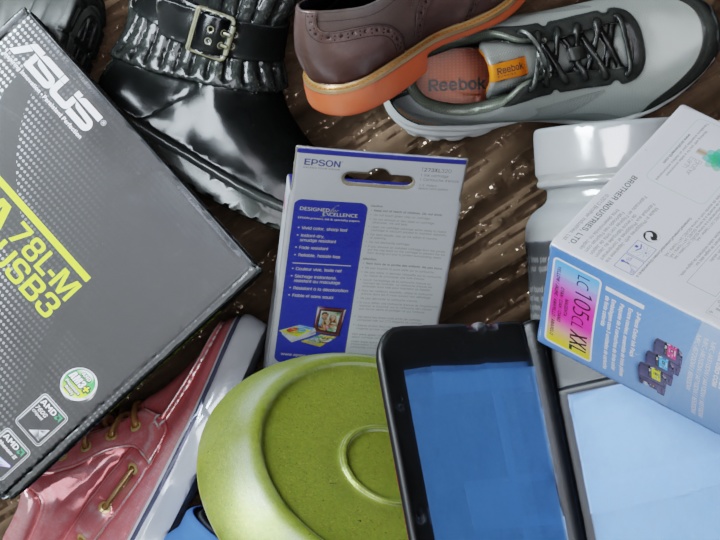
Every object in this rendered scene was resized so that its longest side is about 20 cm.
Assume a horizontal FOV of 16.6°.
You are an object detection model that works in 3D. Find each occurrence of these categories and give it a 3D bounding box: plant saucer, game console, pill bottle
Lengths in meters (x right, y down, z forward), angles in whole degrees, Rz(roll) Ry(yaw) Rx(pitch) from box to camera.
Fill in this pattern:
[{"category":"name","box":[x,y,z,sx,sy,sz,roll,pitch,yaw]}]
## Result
[{"category":"plant saucer","box":[0.012,0.113,1.321,0.199,0.200,0.031,27,132,3]},{"category":"game console","box":[0.120,0.113,1.271,0.172,0.119,0.201,-14,79,19]},{"category":"pill bottle","box":[0.151,0.017,1.392,0.112,0.113,0.201,-5,91,4]}]

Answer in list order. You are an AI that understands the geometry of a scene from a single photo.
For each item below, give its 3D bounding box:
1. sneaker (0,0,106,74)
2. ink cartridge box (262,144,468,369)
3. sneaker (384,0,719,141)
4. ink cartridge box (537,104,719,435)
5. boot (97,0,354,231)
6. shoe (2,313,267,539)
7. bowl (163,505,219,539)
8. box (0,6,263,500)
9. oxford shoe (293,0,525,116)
[{"category":"sneaker","box":[-0.223,-0.088,1.443,0.090,0.076,0.201,23,88,14]},{"category":"ink cartridge box","box":[0.000,0.000,1.374,0.094,0.037,0.201,4,136,-6]},{"category":"sneaker","box":[0.110,-0.116,1.410,0.199,0.079,0.074,-12,89,3]},{"category":"ink cartridge box","box":[0.209,0.017,1.239,0.199,0.077,0.136,27,51,25]},{"category":"boot","box":[-0.050,-0.112,1.420,0.210,0.079,0.158,28,93,3]},{"category":"shoe","box":[-0.134,0.102,1.433,0.091,0.071,0.201,27,93,4]},{"category":"bowl","box":[-0.018,0.187,1.362,0.200,0.201,0.040,26,92,3]},{"category":"box","box":[-0.189,-0.009,1.374,0.193,0.048,0.200,-41,88,3]},{"category":"oxford shoe","box":[0.040,-0.169,1.378,0.071,0.073,0.200,18,50,39]}]
